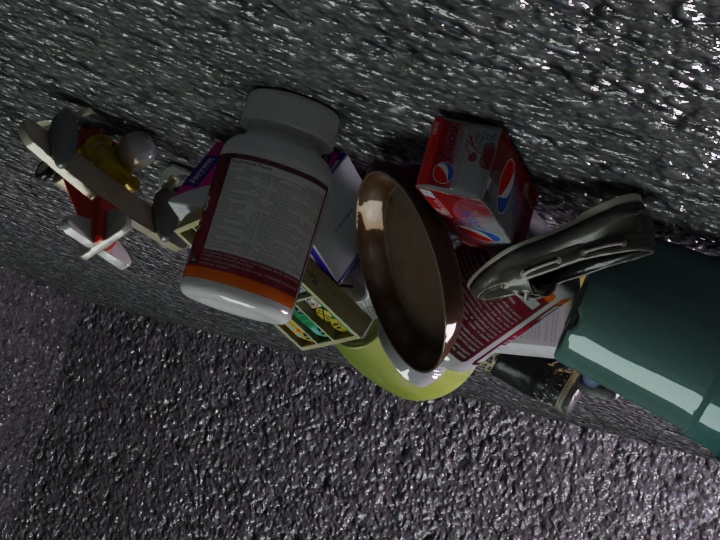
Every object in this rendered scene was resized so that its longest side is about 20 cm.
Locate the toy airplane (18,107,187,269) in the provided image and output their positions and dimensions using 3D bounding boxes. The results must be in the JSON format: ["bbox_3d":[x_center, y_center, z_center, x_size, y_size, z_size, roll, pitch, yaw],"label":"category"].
[{"bbox_3d":[-0.291,-0.101,1.613,0.199,0.141,0.200,48,-171,6],"label":"toy airplane"}]

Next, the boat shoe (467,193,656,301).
[{"bbox_3d":[0.184,-0.005,1.291,0.200,0.057,0.067,-30,158,33],"label":"boat shoe"}]

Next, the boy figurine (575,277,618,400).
[{"bbox_3d":[0.288,0.059,1.630,0.064,0.125,0.201,19,141,21],"label":"boy figurine"}]

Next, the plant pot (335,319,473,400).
[{"bbox_3d":[0.040,0.065,1.786,0.186,0.188,0.200,12,176,28],"label":"plant pot"}]

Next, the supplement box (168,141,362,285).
[{"bbox_3d":[-0.092,-0.064,1.497,0.199,0.101,0.104,8,142,41],"label":"supplement box"}]

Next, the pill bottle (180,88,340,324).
[{"bbox_3d":[-0.089,-0.059,1.295,0.109,0.201,0.110,16,171,3],"label":"pill bottle"}]

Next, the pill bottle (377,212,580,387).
[{"bbox_3d":[0.117,0.031,1.436,0.200,0.113,0.113,-37,143,21],"label":"pill bottle"}]

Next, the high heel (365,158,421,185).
[{"bbox_3d":[0.069,-0.029,1.441,0.096,0.068,0.200,21,151,34],"label":"high heel"}]

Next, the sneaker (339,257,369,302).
[{"bbox_3d":[-0.046,-0.007,1.547,0.199,0.071,0.073,9,134,41],"label":"sneaker"}]

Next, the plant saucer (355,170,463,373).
[{"bbox_3d":[0.050,-0.002,1.341,0.034,0.201,0.200,-16,-178,-19],"label":"plant saucer"}]

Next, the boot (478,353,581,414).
[{"bbox_3d":[0.238,0.131,1.928,0.153,0.074,0.204,28,-174,9],"label":"boot"}]

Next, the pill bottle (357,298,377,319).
[{"bbox_3d":[0.000,0.000,1.618,0.199,0.114,0.113,0,164,28],"label":"pill bottle"}]

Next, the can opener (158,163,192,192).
[{"bbox_3d":[-0.162,-0.079,1.764,0.199,0.054,0.067,25,-156,2],"label":"can opener"}]

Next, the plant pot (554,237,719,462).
[{"bbox_3d":[0.308,0.058,1.375,0.195,0.201,0.200,24,172,6],"label":"plant pot"}]

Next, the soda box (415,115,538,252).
[{"bbox_3d":[0.109,-0.074,1.263,0.063,0.070,0.200,13,170,18],"label":"soda box"}]

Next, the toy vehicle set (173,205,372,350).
[{"bbox_3d":[-0.093,0.004,1.466,0.200,0.027,0.124,44,151,-17],"label":"toy vehicle set"}]

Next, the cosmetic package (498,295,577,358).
[{"bbox_3d":[0.155,0.038,1.652,0.199,0.113,0.081,6,168,21],"label":"cosmetic package"}]
